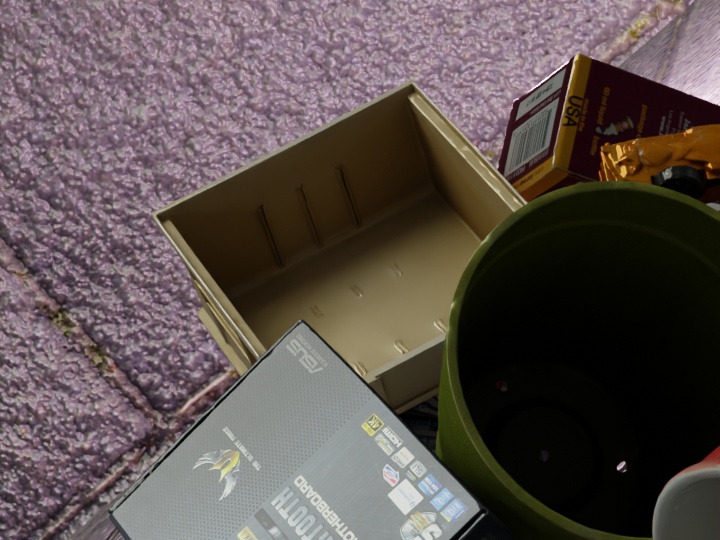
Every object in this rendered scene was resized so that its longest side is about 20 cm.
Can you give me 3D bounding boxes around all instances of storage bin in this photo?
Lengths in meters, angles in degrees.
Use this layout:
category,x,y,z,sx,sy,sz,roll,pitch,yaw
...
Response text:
category,x,y,z,sx,sy,sz,roll,pitch,yaw
storage bin,0.000,0.000,1.719,0.199,0.094,0.199,-27,39,-11

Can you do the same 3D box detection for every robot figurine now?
category,x,y,z,sx,sy,sz,roll,pitch,yaw
robot figurine,0.244,-0.037,1.539,0.199,0.145,0.058,-6,-36,-3

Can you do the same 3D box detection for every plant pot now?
category,x,y,z,sx,sy,sz,roll,pitch,yaw
plant pot,0.124,0.080,1.463,0.200,0.200,0.193,-44,-7,-22

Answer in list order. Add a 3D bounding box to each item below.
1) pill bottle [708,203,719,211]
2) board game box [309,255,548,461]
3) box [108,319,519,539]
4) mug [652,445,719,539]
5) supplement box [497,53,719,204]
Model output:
category,x,y,z,sx,sy,sz,roll,pitch,yaw
pill bottle,0.200,0.020,1.666,0.113,0.113,0.200,-44,6,-20
board game box,0.028,0.083,1.751,0.062,0.199,0.200,83,-164,-46
box,-0.028,0.140,1.423,0.158,0.051,0.200,-45,44,0
mug,0.240,0.081,1.007,0.200,0.177,0.134,-40,-33,-31
supplement box,0.203,-0.061,1.762,0.110,0.199,0.086,147,139,-66
